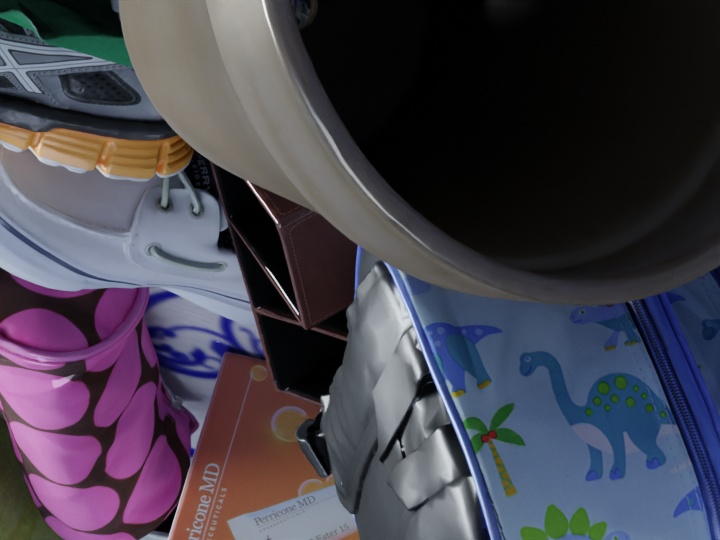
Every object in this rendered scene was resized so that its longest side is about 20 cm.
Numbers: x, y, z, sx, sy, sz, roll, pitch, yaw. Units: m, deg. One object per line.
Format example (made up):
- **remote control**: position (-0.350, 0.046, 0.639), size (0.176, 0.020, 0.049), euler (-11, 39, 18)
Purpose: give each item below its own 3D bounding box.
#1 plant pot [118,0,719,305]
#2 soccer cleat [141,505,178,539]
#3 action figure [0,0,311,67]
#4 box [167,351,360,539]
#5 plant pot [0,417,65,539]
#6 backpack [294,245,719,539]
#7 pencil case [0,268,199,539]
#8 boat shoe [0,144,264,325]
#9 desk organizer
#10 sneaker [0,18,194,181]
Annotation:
- **plant pot**: position (0.015, -0.090, 0.636), size (0.200, 0.201, 0.173), euler (32, 163, -28)
- **soccer cleat**: position (-0.148, 0.130, 1.198), size (0.199, 0.069, 0.085), euler (8, 141, 7)
- **action figure**: position (-0.093, -0.115, 0.726), size (0.199, 0.119, 0.055), euler (23, 139, -30)
- **box**: position (0.012, 0.136, 1.063), size (0.199, 0.125, 0.098), euler (13, 151, 4)
- **plant pot**: position (-0.264, 0.099, 1.096), size (0.199, 0.201, 0.185), euler (0, 135, 26)
- **backpack**: position (0.068, 0.064, 0.725), size (0.146, 0.184, 0.200), euler (-18, 153, -9)
- **pencil case**: position (-0.128, 0.051, 1.029), size (0.091, 0.093, 0.200), euler (54, 164, 26)
- **boat shoe**: position (-0.078, -0.030, 0.866), size (0.067, 0.074, 0.200), euler (-29, 154, 33)
- **desk organizer**: position (0.000, 0.000, 0.845), size (0.077, 0.072, 0.200), euler (-29, 146, -12)
- **sneaker**: position (-0.144, -0.090, 0.770), size (0.199, 0.078, 0.078), euler (8, 116, -30)
